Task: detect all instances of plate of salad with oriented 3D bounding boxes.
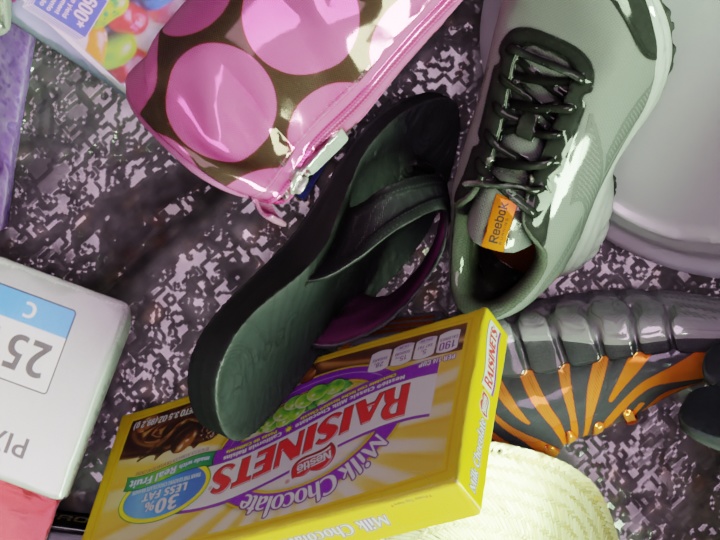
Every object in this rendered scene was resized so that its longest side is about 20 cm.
[{"bbox_3d":[0.145,-0.083,0.835,0.200,0.200,0.048,43,49,-2],"label":"plate of salad"}]

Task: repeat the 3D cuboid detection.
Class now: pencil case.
[{"bbox_3d":[-0.004,-0.118,0.798,0.200,0.090,0.094,-48,64,18],"label":"pencil case"}]

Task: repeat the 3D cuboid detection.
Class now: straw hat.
[{"bbox_3d":[0.040,0.181,0.839,0.199,0.085,0.203,-8,122,-13],"label":"straw hat"}]

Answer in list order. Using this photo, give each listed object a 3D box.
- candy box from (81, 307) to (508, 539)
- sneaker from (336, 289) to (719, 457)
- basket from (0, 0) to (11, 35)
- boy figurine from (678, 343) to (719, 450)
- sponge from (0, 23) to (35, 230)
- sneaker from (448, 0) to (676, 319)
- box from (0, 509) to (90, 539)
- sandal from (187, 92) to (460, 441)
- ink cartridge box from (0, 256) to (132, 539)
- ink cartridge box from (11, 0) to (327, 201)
[{"bbox_3d":[-0.032,0.083,0.833,0.198,0.103,0.026,-18,129,26],"label":"candy box"},{"bbox_3d":[0.091,0.072,0.888,0.198,0.078,0.113,-6,98,11],"label":"sneaker"},{"bbox_3d":[-0.247,-0.093,0.754,0.198,0.136,0.125,6,74,-3],"label":"basket"},{"bbox_3d":[0.183,0.127,0.860,0.064,0.125,0.201,10,131,23],"label":"boy figurine"},{"bbox_3d":[-0.254,-0.088,0.891,0.198,0.030,0.113,8,95,-2],"label":"sponge"},{"bbox_3d":[0.079,-0.056,0.812,0.073,0.079,0.201,26,137,19],"label":"sneaker"},{"bbox_3d":[-0.145,0.196,0.902,0.198,0.049,0.163,6,92,-1],"label":"box"},{"bbox_3d":[0.000,0.001,0.843,0.048,0.076,0.201,18,54,29],"label":"sandal"},{"bbox_3d":[-0.224,0.066,0.854,0.198,0.045,0.178,20,82,-3],"label":"ink cartridge box"},{"bbox_3d":[-0.076,-0.130,0.870,0.199,0.042,0.120,32,91,-14],"label":"ink cartridge box"}]
